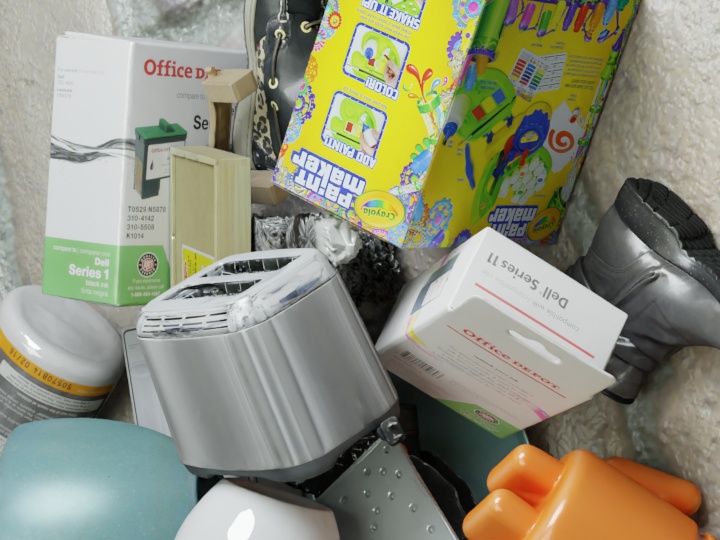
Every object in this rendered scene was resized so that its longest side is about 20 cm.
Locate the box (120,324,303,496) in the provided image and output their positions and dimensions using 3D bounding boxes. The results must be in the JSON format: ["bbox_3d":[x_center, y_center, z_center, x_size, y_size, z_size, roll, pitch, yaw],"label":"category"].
[{"bbox_3d":[-0.113,0.132,1.720,0.116,0.060,0.202,-11,85,35],"label":"box"}]

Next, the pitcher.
[{"bbox_3d":[-0.090,0.246,1.473,0.120,0.172,0.201,16,88,14],"label":"pitcher"}]

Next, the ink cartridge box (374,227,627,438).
[{"bbox_3d":[0.097,0.040,1.459,0.068,0.117,0.200,-62,10,-21],"label":"ink cartridge box"}]

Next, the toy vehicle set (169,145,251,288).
[{"bbox_3d":[-0.111,0.013,1.611,0.124,0.026,0.202,-157,67,-68],"label":"toy vehicle set"}]

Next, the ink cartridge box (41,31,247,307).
[{"bbox_3d":[-0.164,-0.079,1.696,0.084,0.146,0.202,8,97,36],"label":"ink cartridge box"}]

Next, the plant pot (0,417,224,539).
[{"bbox_3d":[-0.167,0.196,1.623,0.134,0.200,0.202,-14,83,13],"label":"plant pot"}]

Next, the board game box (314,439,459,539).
[{"bbox_3d":[0.005,0.252,1.523,0.200,0.026,0.200,-45,55,19],"label":"board game box"}]

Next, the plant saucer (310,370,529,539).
[{"bbox_3d":[0.051,0.152,1.621,0.199,0.036,0.202,2,94,35],"label":"plant saucer"}]

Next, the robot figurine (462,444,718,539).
[{"bbox_3d":[0.169,0.197,1.472,0.199,0.144,0.117,35,111,-2],"label":"robot figurine"}]

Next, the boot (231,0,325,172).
[{"bbox_3d":[-0.014,-0.149,1.631,0.153,0.073,0.205,23,114,33],"label":"boot"}]

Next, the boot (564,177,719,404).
[{"bbox_3d":[0.214,0.045,1.493,0.200,0.069,0.132,52,122,34],"label":"boot"}]

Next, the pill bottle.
[{"bbox_3d":[-0.284,0.121,1.805,0.116,0.116,0.201,44,114,25],"label":"pill bottle"}]

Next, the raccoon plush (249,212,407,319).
[{"bbox_3d":[0.000,0.000,1.565,0.200,0.133,0.098,2,100,64],"label":"raccoon plush"}]

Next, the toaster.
[{"bbox_3d":[-0.063,0.063,1.466,0.199,0.113,0.130,-3,115,54],"label":"toaster"}]

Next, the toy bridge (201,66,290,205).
[{"bbox_3d":[-0.082,-0.063,1.658,0.067,0.027,0.201,5,123,43],"label":"toy bridge"}]

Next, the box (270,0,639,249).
[{"bbox_3d":[0.068,-0.125,1.499,0.122,0.199,0.194,27,105,31],"label":"box"}]

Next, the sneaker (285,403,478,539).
[{"bbox_3d":[-0.013,0.157,1.604,0.198,0.060,0.105,-12,84,24],"label":"sneaker"}]
